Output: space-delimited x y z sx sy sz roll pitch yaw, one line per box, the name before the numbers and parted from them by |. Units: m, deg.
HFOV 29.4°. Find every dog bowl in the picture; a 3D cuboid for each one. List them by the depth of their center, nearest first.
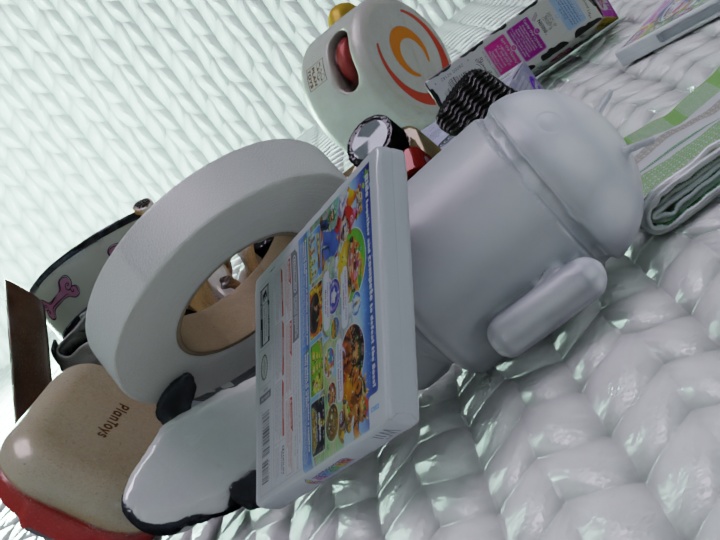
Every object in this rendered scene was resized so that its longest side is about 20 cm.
dog bowl | -0.206 0.012 1.284 0.199 0.074 0.200 -30 -10 -6

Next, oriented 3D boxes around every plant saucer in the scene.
plant saucer | -0.278 0.107 1.158 0.034 0.203 0.200 -3 2 -15

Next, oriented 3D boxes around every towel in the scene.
towel | 0.215 -0.089 0.865 0.149 0.031 0.200 -37 10 6

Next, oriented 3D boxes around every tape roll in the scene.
tape roll | -0.085 0.004 0.888 0.202 0.037 0.204 -35 -26 -20

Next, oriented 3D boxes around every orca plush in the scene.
orca plush | -0.077 0.107 0.912 0.201 0.104 0.071 -57 -15 -31

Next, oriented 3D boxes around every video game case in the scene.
video game case | -0.019 0.040 0.757 0.200 0.018 0.145 137 136 -59
video game case | 0.333 -0.260 1.233 0.143 0.018 0.199 -45 12 -35

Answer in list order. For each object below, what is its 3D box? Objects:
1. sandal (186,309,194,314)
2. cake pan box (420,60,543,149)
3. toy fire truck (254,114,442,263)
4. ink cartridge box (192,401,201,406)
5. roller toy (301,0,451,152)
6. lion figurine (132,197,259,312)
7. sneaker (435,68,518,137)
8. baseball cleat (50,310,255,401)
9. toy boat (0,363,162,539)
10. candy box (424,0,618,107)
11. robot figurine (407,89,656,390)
sandal | -0.126 0.046 1.316 0.199 0.048 0.075 -14 -18 -43
cake pan box | 0.090 -0.120 1.373 0.183 0.053 0.200 -31 12 25
toy fire truck | 0.000 0.000 1.047 0.175 0.128 0.201 -35 47 20
ink cartridge box | -0.189 0.138 1.290 0.159 0.048 0.200 -36 -6 18
roller toy | 0.019 -0.245 1.769 0.139 0.200 0.183 -30 19 39
lion figurine | -0.115 0.009 1.054 0.072 0.123 0.200 -23 33 -8
sneaker | 0.132 -0.082 1.017 0.070 0.090 0.200 -51 34 10
baseball cleat | -0.154 0.065 1.121 0.198 0.107 0.070 -13 53 5
toy boat | -0.203 0.163 1.039 0.200 0.129 0.132 -64 -1 -68
candy box | 0.178 -0.241 1.497 0.199 0.061 0.136 -35 -2 20
robot figurine | 0.079 -0.023 0.783 0.200 0.113 0.170 -41 42 12
